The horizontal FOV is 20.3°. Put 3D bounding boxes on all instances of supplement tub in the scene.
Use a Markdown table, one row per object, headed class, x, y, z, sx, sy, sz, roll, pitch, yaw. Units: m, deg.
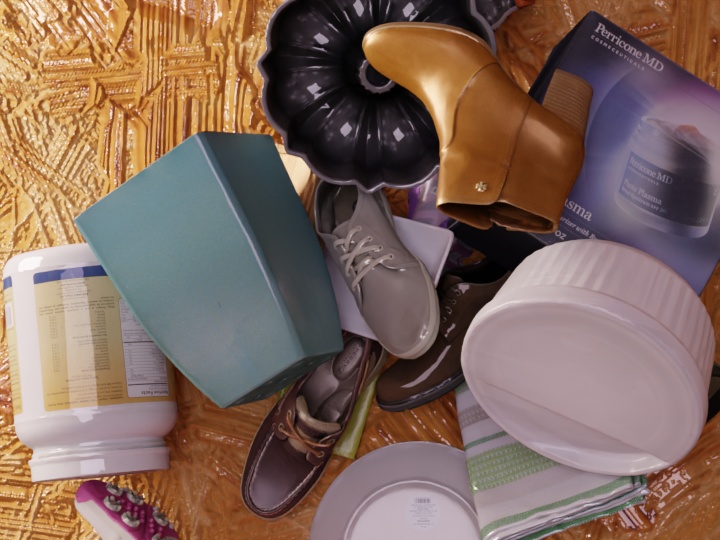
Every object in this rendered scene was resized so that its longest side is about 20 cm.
| class | x | y | z | sx | sy | sz | roll | pitch | yaw |
| --- | --- | --- | --- | --- | --- | --- | --- | --- | --- |
| supplement tub | -0.237 | 0.083 | 1.772 | 0.144 | 0.144 | 0.200 | -7 | 84 | 9 |
| supplement tub | 0.046 | -0.251 | 1.766 | 0.200 | 0.123 | 0.123 | -16 | 82 | 8 |

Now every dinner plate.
| class | x | y | z | sx | sy | sz | roll | pitch | yaw |
| --- | --- | --- | --- | --- | --- | --- | --- | --- | --- |
| dinner plate | 0.050 | 0.251 | 1.769 | 0.200 | 0.024 | 0.200 | -1 | 84 | 9 |

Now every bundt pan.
| class | x | y | z | sx | sy | sz | roll | pitch | yaw |
| --- | --- | --- | --- | --- | --- | --- | --- | --- | --- |
| bundt pan | 0.014 | -0.170 | 1.682 | 0.202 | 0.076 | 0.202 | 0 | 103 | -2 |

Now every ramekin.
| class | x | y | z | sx | sy | sz | roll | pitch | yaw |
| --- | --- | --- | --- | --- | --- | --- | --- | --- | --- |
| ramekin | 0.187 | 0.063 | 1.591 | 0.202 | 0.203 | 0.094 | 21 | 50 | 11 |

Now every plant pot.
| class | x | y | z | sx | sy | sz | roll | pitch | yaw |
| --- | --- | --- | --- | --- | --- | --- | --- | --- | --- |
| plant pot | -0.110 | 0.006 | 1.685 | 0.141 | 0.141 | 0.200 | -32 | 81 | 20 |

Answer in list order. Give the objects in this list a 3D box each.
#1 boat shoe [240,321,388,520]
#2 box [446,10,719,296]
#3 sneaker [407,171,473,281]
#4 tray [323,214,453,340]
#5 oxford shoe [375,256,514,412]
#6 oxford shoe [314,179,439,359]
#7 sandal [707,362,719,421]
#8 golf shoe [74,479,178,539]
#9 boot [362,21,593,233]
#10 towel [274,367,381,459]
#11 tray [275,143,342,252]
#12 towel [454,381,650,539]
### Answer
| class | x | y | z | sx | sy | sz | roll | pitch | yaw |
| --- | --- | --- | --- | --- | --- | --- | --- | --- | --- |
| boat shoe | -0.044 | 0.129 | 1.757 | 0.072 | 0.072 | 0.200 | 35 | 91 | 6 |
| box | 0.213 | -0.074 | 1.678 | 0.200 | 0.123 | 0.199 | 32 | 75 | -4 |
| sneaker | 0.069 | -0.060 | 1.771 | 0.088 | 0.080 | 0.200 | 30 | 85 | 16 |
| tray | 0.000 | 0.000 | 1.746 | 0.200 | 0.022 | 0.108 | 17 | 87 | 45 |
| oxford shoe | 0.080 | 0.041 | 1.745 | 0.200 | 0.073 | 0.084 | -43 | 119 | -2 |
| oxford shoe | 0.008 | -0.008 | 1.686 | 0.075 | 0.058 | 0.200 | -40 | 52 | 23 |
| sandal | 0.225 | 0.134 | 1.733 | 0.201 | 0.080 | 0.057 | -32 | 49 | 6 |
| golf shoe | -0.184 | 0.269 | 1.768 | 0.200 | 0.075 | 0.092 | 42 | 105 | -6 |
| boot | 0.077 | -0.110 | 1.577 | 0.201 | 0.071 | 0.144 | 17 | 61 | 10 |
| towel | -0.017 | 0.062 | 1.801 | 0.086 | 0.018 | 0.200 | 16 | 88 | 12 |
| tray | -0.081 | -0.011 | 1.783 | 0.099 | 0.037 | 0.200 | 13 | 87 | 48 |
| towel | 0.154 | 0.131 | 1.701 | 0.149 | 0.031 | 0.200 | -21 | 50 | 13 |
